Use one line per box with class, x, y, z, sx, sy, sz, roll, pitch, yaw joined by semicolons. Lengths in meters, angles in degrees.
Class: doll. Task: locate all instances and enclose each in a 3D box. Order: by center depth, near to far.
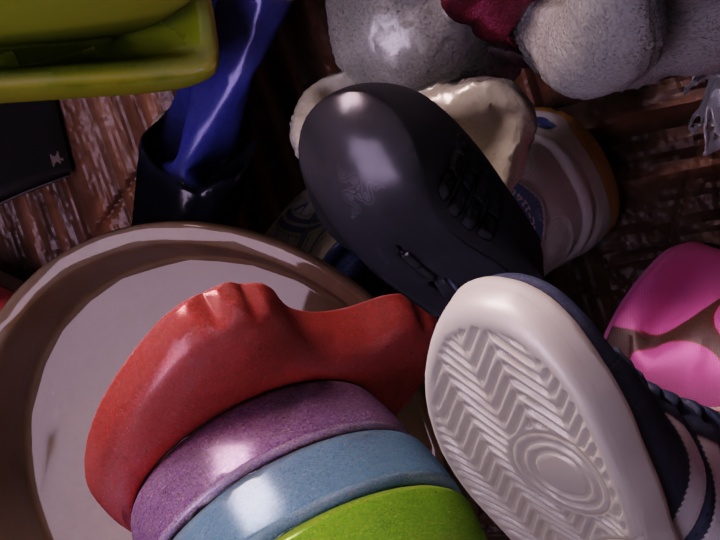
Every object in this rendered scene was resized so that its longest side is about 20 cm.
doll;-0.062;-0.036;0.951;0.048;0.137;0.201;10;119;-13

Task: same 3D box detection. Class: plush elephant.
plush elephant;0.048;-0.106;0.790;0.154;0.165;0.200;-8;131;14

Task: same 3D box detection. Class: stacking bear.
stacking bear;0.004;0.117;0.762;0.114;0.121;0.200;-48;57;28

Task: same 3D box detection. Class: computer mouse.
computer mouse;0.044;0.021;0.781;0.058;0.034;0.200;-20;123;33

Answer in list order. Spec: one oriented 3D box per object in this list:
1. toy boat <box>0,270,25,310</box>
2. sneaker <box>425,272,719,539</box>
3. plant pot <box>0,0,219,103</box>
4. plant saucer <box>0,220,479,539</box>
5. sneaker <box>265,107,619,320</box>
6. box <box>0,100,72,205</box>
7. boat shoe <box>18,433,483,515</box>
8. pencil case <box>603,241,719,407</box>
toy boat;-0.151;0.087;1.052;0.200;0.131;0.131;22;122;29
sneaker;0.089;0.057;0.750;0.075;0.085;0.200;12;145;42
plant pot;-0.138;-0.166;0.843;0.182;0.199;0.200;101;161;-56
plant saucer;-0.050;0.076;0.895;0.199;0.029;0.201;6;109;18
sneaker;0.000;0.000;0.925;0.200;0.088;0.075;-31;91;43
box;-0.216;-0.123;1.048;0.141;0.079;0.201;-1;108;36
boat shoe;-0.048;0.075;0.964;0.199;0.063;0.071;4;138;9
pencil case;0.176;0.034;0.806;0.199;0.094;0.091;6;158;36
